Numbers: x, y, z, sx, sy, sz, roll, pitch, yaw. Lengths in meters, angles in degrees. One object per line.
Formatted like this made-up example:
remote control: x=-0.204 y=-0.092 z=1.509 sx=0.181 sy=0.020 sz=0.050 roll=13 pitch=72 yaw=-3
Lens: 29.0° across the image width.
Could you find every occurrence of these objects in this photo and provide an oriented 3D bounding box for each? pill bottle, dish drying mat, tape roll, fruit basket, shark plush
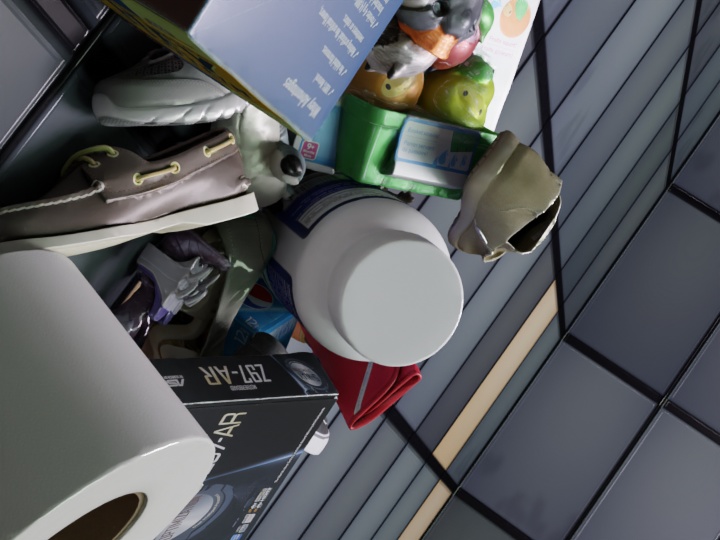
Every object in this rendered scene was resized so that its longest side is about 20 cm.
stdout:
pill bottle: x=0.000 y=0.000 z=1.028 sx=0.120 sy=0.120 sz=0.200 roll=-56 pitch=-159 yaw=3
dish drying mat: x=-0.014 y=0.042 z=1.168 sx=0.077 sy=0.200 sz=0.018 roll=-43 pitch=133 yaw=14
tape roll: x=-0.199 y=0.105 z=0.760 sx=0.202 sy=0.139 sz=0.203 roll=-38 pitch=165 yaw=-12
fruit basket: x=0.053 y=-0.156 z=1.046 sx=0.185 sy=0.094 sz=0.201 roll=9 pitch=112 yaw=-38
shark plush: x=-0.063 y=-0.089 z=0.991 sx=0.200 sy=0.090 sz=0.084 roll=47 pitch=47 yaw=-69

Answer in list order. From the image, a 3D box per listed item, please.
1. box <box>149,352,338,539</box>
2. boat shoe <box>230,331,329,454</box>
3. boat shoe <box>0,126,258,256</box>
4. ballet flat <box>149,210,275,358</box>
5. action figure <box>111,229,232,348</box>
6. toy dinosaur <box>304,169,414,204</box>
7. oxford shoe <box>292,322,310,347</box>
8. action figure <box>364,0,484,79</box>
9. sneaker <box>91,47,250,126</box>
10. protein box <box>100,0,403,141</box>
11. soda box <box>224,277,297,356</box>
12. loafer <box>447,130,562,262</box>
box: x=-0.127 y=0.144 z=0.993 sx=0.160 sy=0.044 sz=0.200 roll=1 pitch=132 yaw=-43
boat shoe: x=-0.057 y=0.093 z=1.116 sx=0.066 sy=0.070 sz=0.200 roll=-51 pitch=154 yaw=-4
boat shoe: x=-0.145 y=-0.046 z=0.835 sx=0.200 sy=0.072 sz=0.060 roll=-16 pitch=96 yaw=-46
ballet flat: x=-0.129 y=0.035 z=1.065 sx=0.064 sy=0.067 sz=0.200 roll=3 pitch=125 yaw=-39
action figure: x=-0.171 y=0.056 z=0.950 sx=0.200 sy=0.069 sz=0.130 roll=-51 pitch=168 yaw=-6
toy dinosaur: x=-0.019 y=-0.068 z=1.166 sx=0.200 sy=0.077 sz=0.102 roll=-44 pitch=135 yaw=-8
oxford shoe: x=-0.007 y=0.003 z=1.306 sx=0.071 sy=0.073 sz=0.200 roll=-39 pitch=157 yaw=-44
action figure: x=0.040 y=-0.207 z=0.838 sx=0.200 sy=0.104 sz=0.194 roll=1 pitch=116 yaw=-49
sneaker: x=-0.087 y=-0.142 z=0.844 sx=0.200 sy=0.075 sz=0.082 roll=-33 pitch=116 yaw=-40
protein box: x=-0.047 y=-0.200 z=0.682 sx=0.200 sy=0.135 sz=0.199 roll=-56 pitch=164 yaw=1
soda box: x=-0.119 y=0.097 z=1.173 sx=0.064 sy=0.068 sz=0.200 roll=-32 pitch=151 yaw=-51
loafer: x=0.116 y=-0.043 z=1.093 sx=0.076 sy=0.068 sz=0.200 roll=-50 pitch=169 yaw=-8
